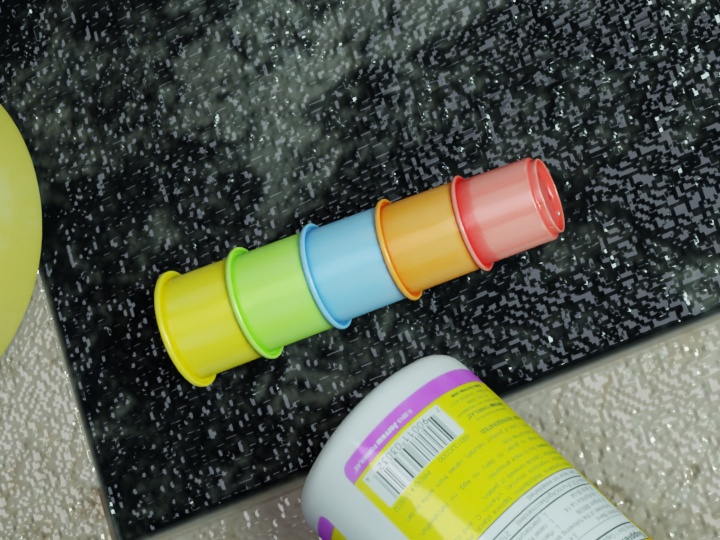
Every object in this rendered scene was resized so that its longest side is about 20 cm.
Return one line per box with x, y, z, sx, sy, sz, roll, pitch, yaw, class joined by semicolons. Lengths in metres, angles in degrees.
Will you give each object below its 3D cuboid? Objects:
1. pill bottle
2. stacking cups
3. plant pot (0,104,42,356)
0.073;0.138;0.966;0.200;0.104;0.104;43;102;20;pill bottle
0.000;0.000;1.036;0.198;0.060;0.061;-18;78;20;stacking cups
-0.291;-0.025;1.094;0.199;0.189;0.203;-2;84;22;plant pot
